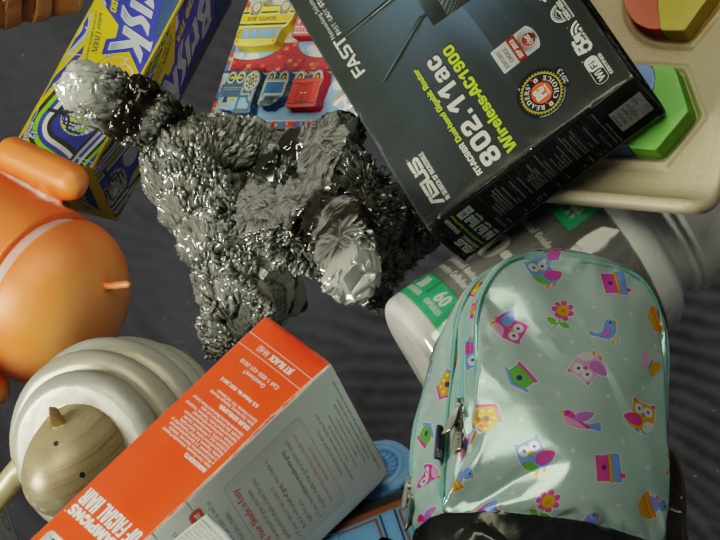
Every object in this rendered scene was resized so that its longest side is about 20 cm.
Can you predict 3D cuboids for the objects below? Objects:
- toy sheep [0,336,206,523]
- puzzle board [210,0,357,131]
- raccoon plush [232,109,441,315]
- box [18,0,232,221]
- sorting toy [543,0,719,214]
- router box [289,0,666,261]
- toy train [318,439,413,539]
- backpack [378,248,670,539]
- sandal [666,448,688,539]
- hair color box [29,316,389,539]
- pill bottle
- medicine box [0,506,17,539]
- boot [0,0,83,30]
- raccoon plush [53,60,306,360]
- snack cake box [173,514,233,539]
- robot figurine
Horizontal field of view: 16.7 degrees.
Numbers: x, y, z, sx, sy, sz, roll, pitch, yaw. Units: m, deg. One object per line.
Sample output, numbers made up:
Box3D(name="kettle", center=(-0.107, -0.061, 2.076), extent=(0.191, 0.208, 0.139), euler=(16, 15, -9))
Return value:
Box3D(name="toy sheep", center=(-0.146, 0.103, 1.475), extent=(0.137, 0.200, 0.139), euler=(4, 104, 16))
Box3D(name="puzzle board", center=(-0.017, -0.163, 1.621), extent=(0.199, 0.017, 0.152), euler=(3, 72, 47))
Box3D(name="raccoon plush", center=(0.000, 0.000, 1.463), extent=(0.096, 0.134, 0.201), euler=(-35, 33, 19))
Box3D(name="box", center=(-0.159, -0.139, 1.681), extent=(0.064, 0.070, 0.201), euler=(15, 63, 19))
Box3D(name="sorting toy", center=(0.143, -0.132, 1.474), extent=(0.184, 0.036, 0.201), euler=(6, 70, 28))
Box3D(name="router box", center=(0.066, -0.130, 1.458), extent=(0.150, 0.062, 0.201), euler=(-37, 60, 11))
Box3D(name="toy train", center=(-0.025, 0.176, 1.429), extent=(0.199, 0.087, 0.115), euler=(-20, 40, 0))
Box3D(name="backpack", center=(0.103, 0.092, 1.345), extent=(0.166, 0.127, 0.201), euler=(13, 61, -15))
Box3D(name="sandal", center=(0.152, 0.186, 1.415), extent=(0.081, 0.055, 0.201), euler=(0, 44, 7))
Box3D(name="hair color box", center=(-0.087, 0.136, 1.359), extent=(0.200, 0.111, 0.064), euler=(-44, 49, -16))
Box3D(name="pill bottle", center=(0.124, 0.012, 1.490), extent=(0.199, 0.113, 0.113), euler=(-34, 57, -9))
Box3D(name="medicine box", center=(-0.309, 0.175, 1.502), extent=(0.181, 0.103, 0.201), euler=(-23, 57, -1))
Box3D(name="boot", center=(-0.270, -0.180, 1.726), extent=(0.154, 0.202, 0.074), euler=(-4, 19, -32))
Box3D(name="raccoon plush", center=(-0.119, -0.030, 1.556), extent=(0.199, 0.097, 0.135), euler=(20, 57, -8))
Box3D(name="snack cake box", center=(-0.054, 0.232, 1.229), extent=(0.115, 0.067, 0.200), euler=(-36, 59, -20))
Box3D(name="robot figurine", center=(-0.231, 0.001, 1.586), extent=(0.199, 0.117, 0.144), euler=(30, 67, 29))
